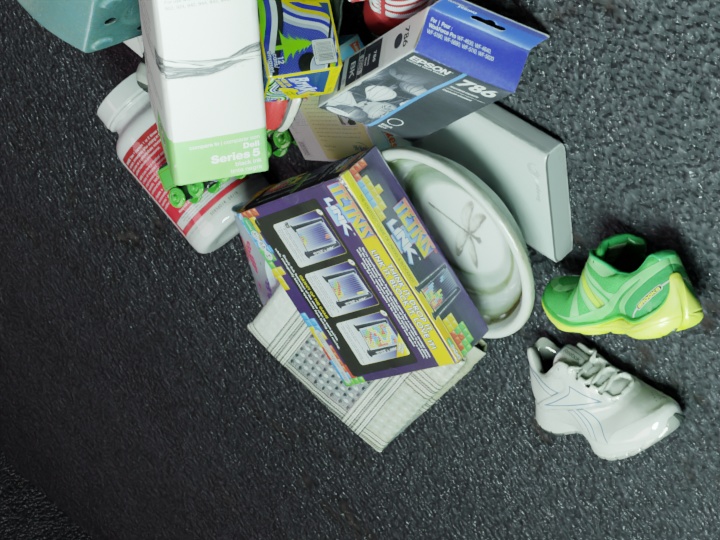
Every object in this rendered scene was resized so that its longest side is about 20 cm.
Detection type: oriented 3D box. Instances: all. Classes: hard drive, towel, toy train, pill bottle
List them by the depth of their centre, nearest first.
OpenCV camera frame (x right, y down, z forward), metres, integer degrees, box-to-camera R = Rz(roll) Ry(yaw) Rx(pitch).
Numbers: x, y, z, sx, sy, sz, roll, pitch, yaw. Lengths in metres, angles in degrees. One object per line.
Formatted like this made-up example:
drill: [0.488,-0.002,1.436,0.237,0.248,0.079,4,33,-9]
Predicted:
hard drive: [0.101,-0.103,1.507,0.200,0.026,0.132,35,153,35]
towel: [0.001,0.066,1.668,0.193,0.035,0.200,44,130,3]
toy train: [-0.136,-0.124,1.801,0.200,0.042,0.057,-26,85,35]
pill bottle: [-0.199,-0.126,1.923,0.200,0.112,0.112,49,157,4]

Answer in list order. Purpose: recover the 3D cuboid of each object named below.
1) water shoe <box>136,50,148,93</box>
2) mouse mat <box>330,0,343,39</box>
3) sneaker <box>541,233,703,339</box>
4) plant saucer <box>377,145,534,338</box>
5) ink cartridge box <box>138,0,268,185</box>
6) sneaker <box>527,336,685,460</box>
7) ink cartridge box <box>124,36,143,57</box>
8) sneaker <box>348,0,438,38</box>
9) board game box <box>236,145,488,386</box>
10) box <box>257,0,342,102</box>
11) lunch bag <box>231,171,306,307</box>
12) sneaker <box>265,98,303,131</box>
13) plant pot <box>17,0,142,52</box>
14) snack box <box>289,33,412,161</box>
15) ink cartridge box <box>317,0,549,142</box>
water shoe: [-0.127,-0.192,1.583,0.071,0.200,0.079,28,105,19]
mouse mat: [-0.037,-0.261,1.429,0.200,0.008,0.161,104,154,-71]
sneaker: [0.216,0.010,1.424,0.200,0.074,0.084,-1,100,66]
plant saucer: [0.085,-0.034,1.524,0.200,0.050,0.200,33,146,26]
ink cartridge box: [-0.131,-0.194,1.389,0.146,0.084,0.200,-111,15,-49]
sneaker: [0.213,0.113,1.564,0.200,0.074,0.087,10,129,57]
ink cartridge box: [-0.183,-0.266,1.719,0.200,0.085,0.146,39,154,23]
sneaker: [0.017,-0.229,1.342,0.200,0.112,0.071,151,110,-63]
board game box: [0.000,0.000,1.554,0.165,0.057,0.200,-16,111,49]
box: [-0.067,-0.244,1.406,0.070,0.064,0.201,121,139,-76]
lunch bag: [-0.035,0.014,1.768,0.200,0.127,0.170,34,145,53]
sneaker: [-0.095,-0.215,1.527,0.077,0.085,0.200,-117,21,-54]
plant pot: [-0.228,-0.314,1.524,0.200,0.195,0.196,64,160,12]
snack box: [-0.029,-0.159,1.614,0.116,0.037,0.200,63,162,-16]
ink cartridge box: [0.055,-0.159,1.389,0.099,0.039,0.200,18,159,-24]
